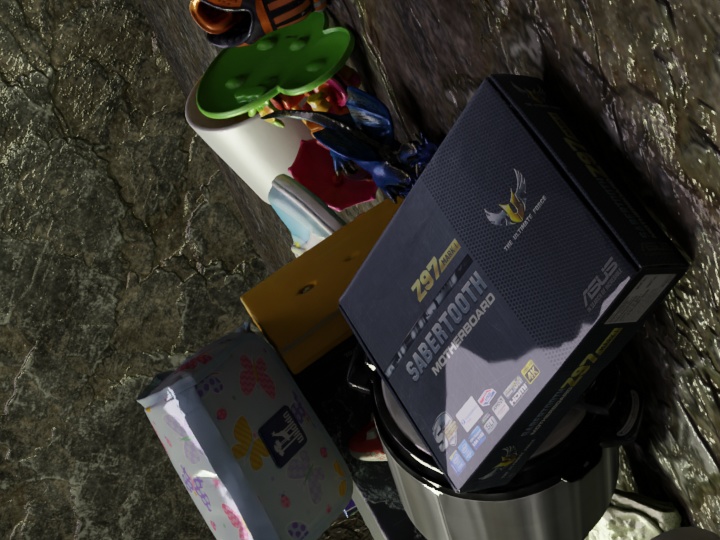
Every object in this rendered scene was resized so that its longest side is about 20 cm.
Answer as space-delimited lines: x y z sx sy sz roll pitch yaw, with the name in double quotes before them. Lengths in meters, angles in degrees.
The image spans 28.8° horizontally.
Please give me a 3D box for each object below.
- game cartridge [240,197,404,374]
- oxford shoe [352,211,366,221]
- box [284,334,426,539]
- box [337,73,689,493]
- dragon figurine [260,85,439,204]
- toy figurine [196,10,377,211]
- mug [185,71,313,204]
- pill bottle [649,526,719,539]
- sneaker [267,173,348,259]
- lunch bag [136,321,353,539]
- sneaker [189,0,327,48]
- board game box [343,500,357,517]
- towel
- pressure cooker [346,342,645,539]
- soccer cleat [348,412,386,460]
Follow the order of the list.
"game cartridge" 0.000 0.000 1.203 0.033 0.199 0.176 59 174 -19
"oxford shoe" 0.034 0.024 1.462 0.073 0.071 0.201 24 -139 -31
"box" 0.063 0.123 1.241 0.201 0.196 0.118 59 171 12
"box" 0.081 0.009 0.835 0.200 0.051 0.158 -55 53 34
"dragon figurine" 0.000 -0.113 1.179 0.199 0.059 0.099 35 172 18
"toy figurine" -0.030 -0.138 1.337 0.199 0.151 0.184 9 146 50
"mug" -0.079 -0.163 1.526 0.149 0.187 0.154 6 143 40
"pill bottle" 0.236 0.242 0.835 0.114 0.113 0.200 65 172 -26
"sneaker" -0.045 0.016 1.328 0.200 0.130 0.080 47 179 -12
"lunch bag" -0.092 0.143 1.136 0.170 0.127 0.200 60 -178 -3
"sneaker" -0.118 -0.279 1.317 0.200 0.111 0.078 52 168 51
"board game box" 0.041 0.154 1.483 0.136 0.199 0.034 65 171 -22
"towel" 0.200 0.238 1.112 0.148 0.037 0.201 13 137 38
"pressure cooker" 0.098 0.100 0.988 0.179 0.175 0.201 59 173 35
"soccer cleat" 0.090 0.143 1.143 0.069 0.198 0.086 -82 -20 -72
